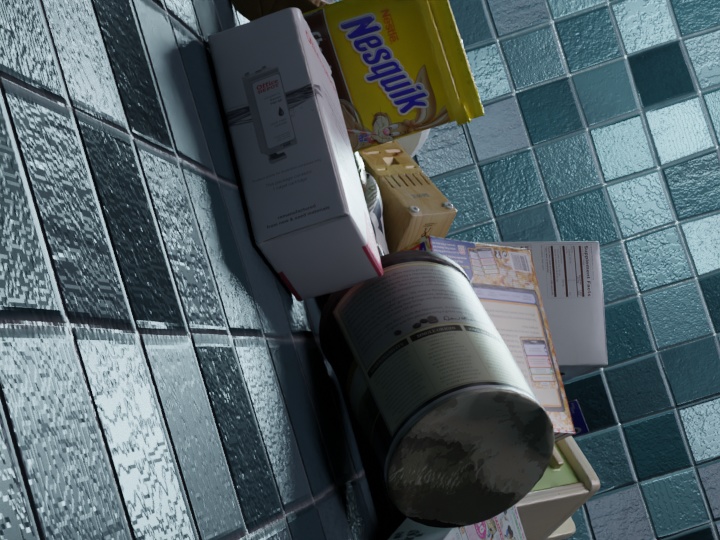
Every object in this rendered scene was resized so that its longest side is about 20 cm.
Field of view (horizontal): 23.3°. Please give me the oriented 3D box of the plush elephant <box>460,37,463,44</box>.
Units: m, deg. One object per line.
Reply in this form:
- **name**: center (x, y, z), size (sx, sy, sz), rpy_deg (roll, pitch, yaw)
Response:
- **plush elephant**: center (0.001, -0.265, 2.170), size (0.155, 0.200, 0.165), rpy_deg (49, -5, -6)

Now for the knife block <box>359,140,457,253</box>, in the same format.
- **knife block**: center (0.020, -0.023, 1.811), size (0.200, 0.064, 0.176), rpy_deg (51, -49, 33)

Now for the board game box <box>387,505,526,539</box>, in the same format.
- **board game box**: center (0.089, 0.274, 1.506), size (0.200, 0.064, 0.148), rpy_deg (-36, 110, -61)

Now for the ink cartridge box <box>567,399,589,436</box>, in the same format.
- **ink cartridge box**: center (0.157, 0.202, 1.961), size (0.095, 0.200, 0.037), rpy_deg (61, 13, -58)

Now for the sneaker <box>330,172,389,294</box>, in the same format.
- **sneaker**: center (0.000, 0.000, 1.725), size (0.199, 0.079, 0.130), rpy_deg (-111, -174, -51)

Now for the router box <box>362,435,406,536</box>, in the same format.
- **router box**: center (0.041, 0.183, 1.660), size (0.149, 0.051, 0.200), rpy_deg (56, 18, -75)

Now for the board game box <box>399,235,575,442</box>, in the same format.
- **board game box**: center (0.125, 0.071, 1.717), size (0.151, 0.046, 0.200), rpy_deg (7, 64, -41)

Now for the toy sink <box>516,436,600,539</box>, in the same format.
- **toy sink**: center (0.155, 0.205, 1.787), size (0.200, 0.112, 0.130), rpy_deg (-1, 52, -44)

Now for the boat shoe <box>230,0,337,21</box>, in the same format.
- **boat shoe**: center (-0.035, -0.233, 1.703), size (0.200, 0.071, 0.069), rpy_deg (38, 12, -4)

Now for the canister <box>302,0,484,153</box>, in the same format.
- **canister**: center (-0.001, -0.184, 1.633), size (0.087, 0.200, 0.149), rpy_deg (-85, 156, -75)

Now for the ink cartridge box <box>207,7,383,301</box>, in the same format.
- **ink cartridge box**: center (-0.053, -0.096, 1.467), size (0.147, 0.083, 0.200), rpy_deg (58, 16, -66)

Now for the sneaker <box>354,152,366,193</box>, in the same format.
- **sneaker**: center (-0.053, -0.154, 1.728), size (0.090, 0.067, 0.200), rpy_deg (64, 5, -50)

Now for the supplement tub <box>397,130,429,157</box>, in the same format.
- **supplement tub**: center (0.010, -0.193, 2.004), size (0.200, 0.145, 0.145), rpy_deg (-87, 159, -72)

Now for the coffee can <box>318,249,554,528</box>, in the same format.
- **coffee can**: center (0.061, 0.097, 1.482), size (0.200, 0.146, 0.146), rpy_deg (-117, -176, -51)

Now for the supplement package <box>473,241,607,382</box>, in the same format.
- **supplement package**: center (0.158, 0.055, 2.029), size (0.191, 0.200, 0.147), rpy_deg (136, -48, -75)
